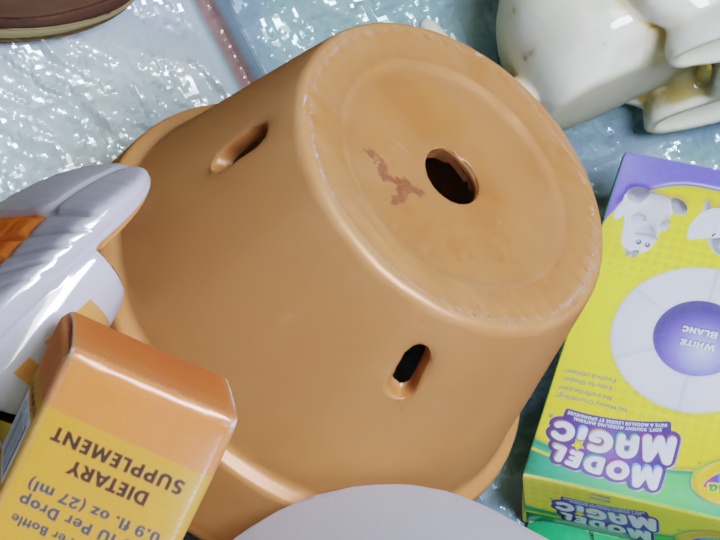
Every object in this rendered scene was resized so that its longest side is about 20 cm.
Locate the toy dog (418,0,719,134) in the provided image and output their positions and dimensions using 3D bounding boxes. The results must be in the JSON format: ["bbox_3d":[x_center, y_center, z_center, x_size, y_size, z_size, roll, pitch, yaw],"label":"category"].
[{"bbox_3d":[0.112,-0.168,1.169,0.193,0.140,0.201,-15,75,6],"label":"toy dog"}]

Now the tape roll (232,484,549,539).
[{"bbox_3d":[0.029,0.187,0.900,0.202,0.139,0.203,-4,100,-24],"label":"tape roll"}]

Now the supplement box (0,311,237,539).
[{"bbox_3d":[-0.113,0.120,0.881,0.066,0.069,0.200,24,99,-12],"label":"supplement box"}]

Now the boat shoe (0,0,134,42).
[{"bbox_3d":[-0.172,-0.141,1.028,0.200,0.068,0.072,7,65,-25],"label":"boat shoe"}]

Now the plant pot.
[{"bbox_3d":[0.000,0.000,0.991,0.200,0.140,0.200,21,48,-25],"label":"plant pot"}]

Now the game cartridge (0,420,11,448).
[{"bbox_3d":[-0.163,0.075,0.960,0.200,0.032,0.177,31,57,-15],"label":"game cartridge"}]

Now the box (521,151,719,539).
[{"bbox_3d":[0.141,0.049,1.096,0.117,0.048,0.200,12,60,13],"label":"box"}]

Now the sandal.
[{"bbox_3d":[-0.146,0.044,0.927,0.207,0.079,0.059,-47,117,-18],"label":"sandal"}]
